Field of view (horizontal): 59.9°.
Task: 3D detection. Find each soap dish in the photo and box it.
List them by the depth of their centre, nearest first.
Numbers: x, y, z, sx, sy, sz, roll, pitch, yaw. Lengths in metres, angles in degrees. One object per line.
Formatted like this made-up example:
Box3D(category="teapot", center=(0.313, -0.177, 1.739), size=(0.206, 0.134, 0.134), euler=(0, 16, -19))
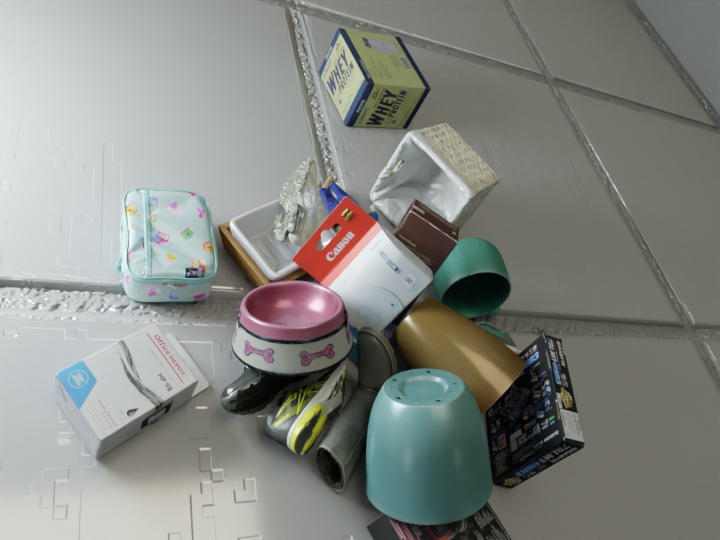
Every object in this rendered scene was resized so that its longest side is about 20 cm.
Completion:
Box3D(category="soap dish", center=(-0.146, -0.048, 1.158), size=(0.158, 0.082, 0.199), euler=(48, 47, 12))

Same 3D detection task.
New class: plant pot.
Box3D(category="plant pot", center=(0.099, 0.247, 0.940), size=(0.196, 0.165, 0.201), euler=(-4, 15, 1))
Box3D(category="plant pot", center=(0.156, 0.151, 1.097), size=(0.200, 0.187, 0.186), euler=(47, 46, 9))

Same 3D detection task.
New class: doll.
Box3D(category="doll", center=(-0.015, -0.111, 1.309), size=(0.135, 0.049, 0.201), euler=(-29, 72, -41))

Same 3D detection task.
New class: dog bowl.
Box3D(category="dog bowl", center=(-0.108, 0.083, 0.997), size=(0.195, 0.075, 0.201), euler=(2, 23, -1))

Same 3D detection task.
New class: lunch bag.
Box3D(category="lunch bag", center=(-0.327, -0.043, 1.049), size=(0.157, 0.077, 0.203), euler=(4, 54, -28))

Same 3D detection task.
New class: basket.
Box3D(category="basket", center=(0.161, -0.183, 1.372), size=(0.200, 0.199, 0.160), euler=(47, 42, 12))

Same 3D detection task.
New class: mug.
Box3D(category="mug", center=(0.223, 0.017, 1.294), size=(0.148, 0.187, 0.116), euler=(-7, 52, -5))

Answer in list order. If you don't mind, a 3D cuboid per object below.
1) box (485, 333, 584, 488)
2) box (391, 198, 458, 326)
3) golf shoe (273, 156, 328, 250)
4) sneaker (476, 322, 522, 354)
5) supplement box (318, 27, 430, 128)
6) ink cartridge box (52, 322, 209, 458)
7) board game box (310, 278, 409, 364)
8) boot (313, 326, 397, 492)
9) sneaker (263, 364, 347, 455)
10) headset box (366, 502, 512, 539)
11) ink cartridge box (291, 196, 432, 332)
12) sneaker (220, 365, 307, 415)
Box3D(category="box", center=(0.294, 0.248, 1.097), size=(0.049, 0.201, 0.201), euler=(19, 46, -17))
Box3D(category="box", center=(0.081, -0.013, 1.113), size=(0.099, 0.201, 0.075), euler=(32, 27, -4))
Box3D(category="golf shoe", center=(-0.098, -0.116, 1.149), size=(0.096, 0.078, 0.203), euler=(32, 47, -29))
Box3D(category="sneaker", center=(0.232, 0.140, 1.251), size=(0.197, 0.078, 0.092), euler=(22, 31, -19))
Box3D(category="supplement box", center=(0.032, -0.480, 1.572), size=(0.196, 0.135, 0.203), euler=(-6, 58, -34))
Box3D(category="ink cartridge box", center=(-0.319, 0.158, 0.900), size=(0.116, 0.067, 0.199), euler=(47, 46, 12))
Box3D(category="board game box", center=(-0.004, 0.078, 1.166), size=(0.200, 0.045, 0.152), euler=(44, 45, 8))
Box3D(category="boot", center=(-0.012, 0.215, 0.991), size=(0.199, 0.071, 0.185), euler=(-38, 120, -42))
Box3D(category="sneaker", center=(-0.083, 0.204, 0.998), size=(0.083, 0.076, 0.200), euler=(15, 27, 18))
Box3D(category="headset box", center=(0.115, 0.408, 0.950), size=(0.198, 0.075, 0.150), euler=(-18, 65, -39))
Box3D(category="ink cartridge box", center=(0.000, 0.000, 1.061), size=(0.199, 0.160, 0.047), euler=(40, 23, -13))
Box3D(category="sneaker", center=(-0.152, 0.162, 1.007), size=(0.079, 0.077, 0.198), euler=(36, 39, 26))
